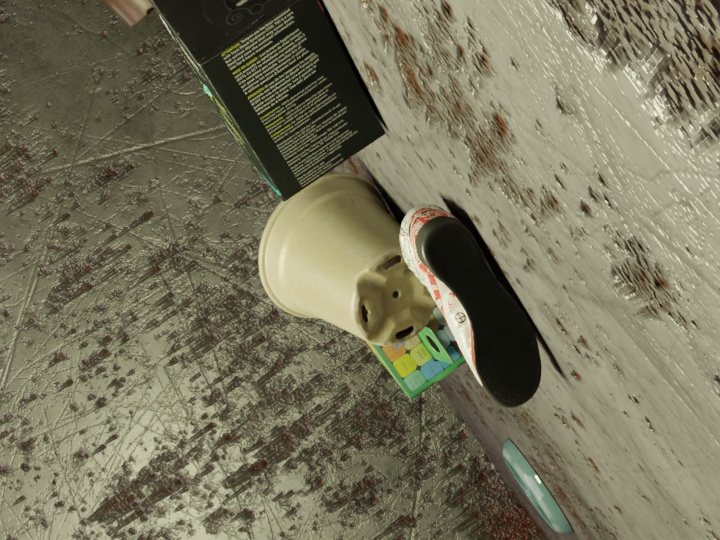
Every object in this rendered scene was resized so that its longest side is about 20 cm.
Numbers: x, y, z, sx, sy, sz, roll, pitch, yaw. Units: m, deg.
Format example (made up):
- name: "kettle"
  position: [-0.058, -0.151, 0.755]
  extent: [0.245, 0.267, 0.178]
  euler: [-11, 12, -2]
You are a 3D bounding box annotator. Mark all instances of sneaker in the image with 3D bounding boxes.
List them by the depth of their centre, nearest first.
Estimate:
- name: "sneaker"
  position: [0.102, 0.027, 1.242]
  extent: [0.202, 0.067, 0.108]
  euler: [61, 177, -20]

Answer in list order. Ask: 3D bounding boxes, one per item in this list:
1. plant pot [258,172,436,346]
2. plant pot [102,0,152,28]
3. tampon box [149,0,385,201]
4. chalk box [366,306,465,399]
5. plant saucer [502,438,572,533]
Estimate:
- name: "plant pot"
  position: [0.000, 0.000, 1.664]
  extent: [0.183, 0.200, 0.201]
  euler: [35, 162, 51]
- name: "plant pot"
  position: [-0.460, -0.599, 2.589]
  extent: [0.198, 0.200, 0.200]
  euler: [48, 180, -15]
- name: "tampon box"
  position: [-0.090, -0.199, 1.271]
  extent: [0.150, 0.126, 0.200]
  euler: [53, 175, 42]
- name: "chalk box"
  position: [0.071, 0.080, 1.795]
  extent: [0.125, 0.124, 0.200]
  euler: [56, 178, -20]
- name: "plant saucer"
  position: [0.308, 0.388, 2.346]
  extent: [0.201, 0.027, 0.200]
  euler: [56, 178, 3]
